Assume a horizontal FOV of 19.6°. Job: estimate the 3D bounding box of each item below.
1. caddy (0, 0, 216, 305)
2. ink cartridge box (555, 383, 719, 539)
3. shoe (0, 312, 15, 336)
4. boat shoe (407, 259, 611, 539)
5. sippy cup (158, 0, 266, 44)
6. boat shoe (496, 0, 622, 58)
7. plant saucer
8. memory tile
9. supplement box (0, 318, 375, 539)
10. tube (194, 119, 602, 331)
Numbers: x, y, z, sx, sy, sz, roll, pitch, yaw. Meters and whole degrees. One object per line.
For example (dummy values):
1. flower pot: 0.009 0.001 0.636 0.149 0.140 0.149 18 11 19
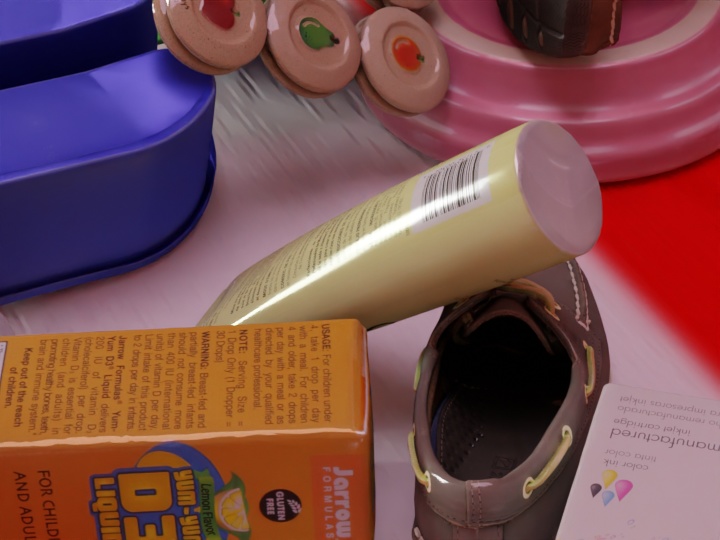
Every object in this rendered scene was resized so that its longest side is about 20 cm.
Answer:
1. caddy: -0.155 -0.059 0.893 0.199 0.105 0.142 -15 58 -25
2. ink cartridge box: 0.112 0.128 0.650 0.115 0.068 0.201 8 38 14
3. shoe: -0.238 0.028 0.809 0.199 0.091 0.072 19 44 -21
4. boat shoe: 0.057 0.040 0.779 0.071 0.061 0.202 4 37 9
5. sippy cup: -0.056 -0.188 0.995 0.139 0.131 0.178 -17 6 4
6. boat shoe: 0.094 -0.166 0.963 0.073 0.076 0.201 -3 36 -9
7. plant saucer: 0.097 -0.115 0.997 0.199 0.051 0.201 -2 36 1
8. memory tile: -0.025 -0.170 0.923 0.152 0.017 0.202 11 65 -35
9. supplement box: -0.094 0.065 0.750 0.198 0.067 0.069 -4 36 -1
10. tube: 0.000 0.000 0.791 0.199 0.052 0.058 -22 -20 37
